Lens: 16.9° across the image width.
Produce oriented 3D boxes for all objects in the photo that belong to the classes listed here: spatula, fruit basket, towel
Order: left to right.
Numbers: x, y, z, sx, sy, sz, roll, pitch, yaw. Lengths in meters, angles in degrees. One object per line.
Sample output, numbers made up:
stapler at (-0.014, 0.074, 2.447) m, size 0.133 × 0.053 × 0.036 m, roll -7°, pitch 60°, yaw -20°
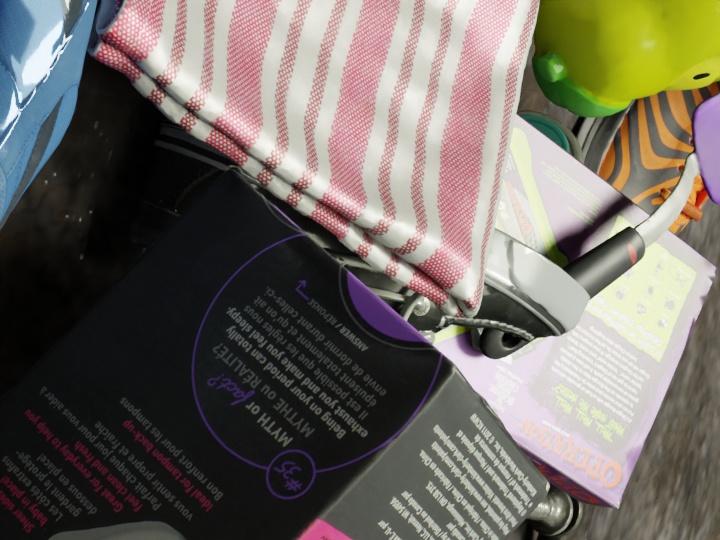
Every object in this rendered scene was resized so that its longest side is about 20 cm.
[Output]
towel at (-0.005, -0.089, 0.836) m, size 0.200 × 0.030 × 0.147 m, roll 36°, pitch 56°, yaw -38°
spatula at (0.123, -0.023, 1.017) m, size 0.200 × 0.021 × 0.057 m, roll -38°, pitch 128°, yaw -25°
fruit basket at (0.166, -0.139, 1.026) m, size 0.216 × 0.155 × 0.216 m, roll -62°, pitch -168°, yaw 24°

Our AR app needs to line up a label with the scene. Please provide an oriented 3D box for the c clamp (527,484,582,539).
c clamp at (0.062, 0.134, 1.170) m, size 0.200 × 0.027 × 0.171 m, roll 31°, pitch 79°, yaw -61°

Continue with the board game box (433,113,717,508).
board game box at (0.056, 0.002, 1.004) m, size 0.200 × 0.032 × 0.120 m, roll 35°, pitch 69°, yaw -31°

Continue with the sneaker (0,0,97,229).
sneaker at (-0.109, -0.085, 0.732) m, size 0.078 × 0.066 × 0.200 m, roll 43°, pitch 67°, yaw -71°

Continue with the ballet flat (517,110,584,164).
ballet flat at (0.046, 0.026, 1.061) m, size 0.200 × 0.069 × 0.069 m, roll -66°, pitch 150°, yaw -14°

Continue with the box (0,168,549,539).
box at (-0.057, 0.090, 0.786) m, size 0.200 × 0.122 × 0.106 m, roll -45°, pitch 146°, yaw -5°

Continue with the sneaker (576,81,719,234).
sneaker at (0.171, -0.063, 1.170) m, size 0.078 × 0.112 × 0.200 m, roll 19°, pitch 88°, yaw -61°

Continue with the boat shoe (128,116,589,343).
boat shoe at (0.001, 0.000, 0.906) m, size 0.199 × 0.074 × 0.068 m, roll 23°, pitch 87°, yaw -41°
